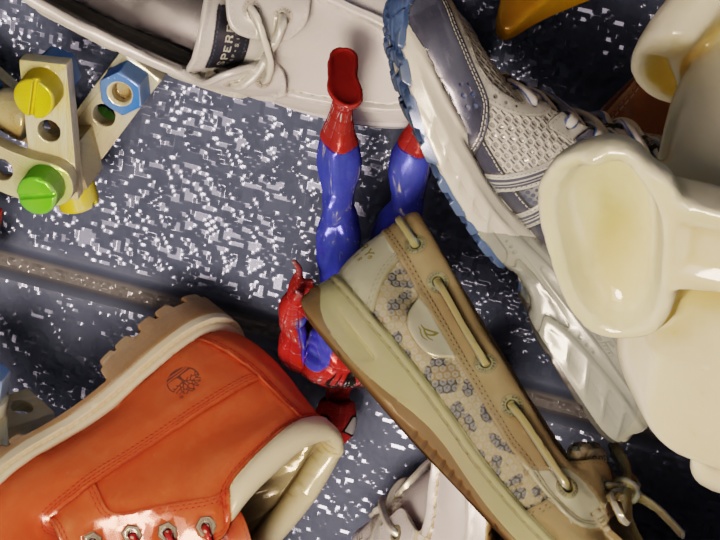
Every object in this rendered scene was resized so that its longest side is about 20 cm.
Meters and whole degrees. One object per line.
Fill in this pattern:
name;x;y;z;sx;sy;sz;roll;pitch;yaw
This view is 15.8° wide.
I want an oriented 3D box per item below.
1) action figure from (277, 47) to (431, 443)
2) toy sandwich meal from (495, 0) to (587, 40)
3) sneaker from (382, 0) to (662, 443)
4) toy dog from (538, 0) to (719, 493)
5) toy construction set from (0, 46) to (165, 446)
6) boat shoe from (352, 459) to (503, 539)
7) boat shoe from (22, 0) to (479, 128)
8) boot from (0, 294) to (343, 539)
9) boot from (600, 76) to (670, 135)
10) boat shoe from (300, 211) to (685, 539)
action figure;0.000;0.000;1.070;0.065;0.052;0.200;-2;136;-11
toy sandwich meal;0.113;-0.146;0.925;0.205;0.205;0.071;-26;65;24
sneaker;0.078;-0.035;0.972;0.085;0.077;0.200;-32;116;5
toy dog;0.160;-0.037;0.890;0.139;0.200;0.194;5;134;20
toy construction set;-0.163;-0.014;1.109;0.131;0.092;0.201;16;108;7
boat shoe;0.028;0.125;1.131;0.069;0.071;0.201;9;118;12
boat shoe;-0.050;-0.102;1.043;0.199;0.066;0.072;24;119;2
boot;-0.099;0.108;1.080;0.107;0.200;0.075;38;164;30
boot;0.161;-0.022;1.026;0.200;0.074;0.155;-39;95;22
boat shoe;0.063;0.065;0.995;0.063;0.073;0.200;-43;83;-3
